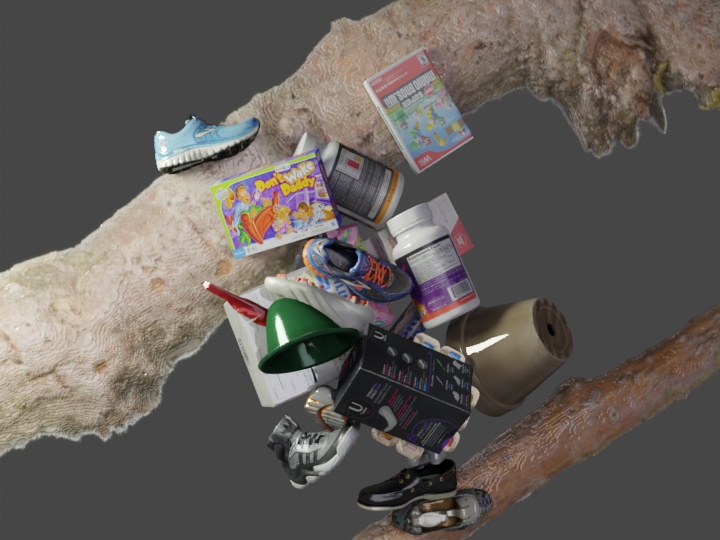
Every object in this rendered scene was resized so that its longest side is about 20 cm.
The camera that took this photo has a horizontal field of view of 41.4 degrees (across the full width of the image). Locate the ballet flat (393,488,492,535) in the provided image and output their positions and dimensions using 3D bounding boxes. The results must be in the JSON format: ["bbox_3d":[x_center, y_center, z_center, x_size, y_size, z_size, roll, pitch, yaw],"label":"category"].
[{"bbox_3d":[0.160,0.443,1.734,0.196,0.072,0.074,-6,86,-17],"label":"ballet flat"}]

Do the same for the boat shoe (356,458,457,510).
[{"bbox_3d":[0.084,0.383,1.710,0.197,0.073,0.065,-7,105,-23],"label":"boat shoe"}]

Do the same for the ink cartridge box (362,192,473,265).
[{"bbox_3d":[0.096,-0.042,1.764,0.198,0.067,0.118,-31,93,-16],"label":"ink cartridge box"}]

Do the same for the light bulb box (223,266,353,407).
[{"bbox_3d":[-0.108,0.107,1.660,0.197,0.125,0.202,-21,90,-18],"label":"light bulb box"}]

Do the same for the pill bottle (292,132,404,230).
[{"bbox_3d":[-0.029,-0.162,1.715,0.197,0.116,0.118,25,78,-13],"label":"pill bottle"}]

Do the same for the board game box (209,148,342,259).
[{"bbox_3d":[-0.146,-0.115,1.652,0.196,0.045,0.137,-16,105,11],"label":"board game box"}]

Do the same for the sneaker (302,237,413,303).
[{"bbox_3d":[0.000,0.000,1.600,0.196,0.078,0.077,18,76,-14],"label":"sneaker"}]

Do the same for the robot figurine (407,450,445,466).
[{"bbox_3d":[0.110,0.245,1.716,0.166,0.113,0.205,-6,86,12],"label":"robot figurine"}]

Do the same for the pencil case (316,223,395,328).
[{"bbox_3d":[-0.008,0.015,1.717,0.086,0.087,0.204,-23,94,-17],"label":"pencil case"}]

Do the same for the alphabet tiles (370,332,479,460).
[{"bbox_3d":[0.099,0.218,1.654,0.193,0.015,0.203,26,88,4],"label":"alphabet tiles"}]

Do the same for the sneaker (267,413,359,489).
[{"bbox_3d":[-0.090,0.292,1.618,0.114,0.200,0.076,45,44,-2],"label":"sneaker"}]

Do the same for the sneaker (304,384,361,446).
[{"bbox_3d":[-0.041,0.235,1.650,0.077,0.201,0.078,16,67,19],"label":"sneaker"}]

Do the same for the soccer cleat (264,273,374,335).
[{"bbox_3d":[-0.070,0.063,1.578,0.196,0.069,0.079,20,85,-14],"label":"soccer cleat"}]

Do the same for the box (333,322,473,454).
[{"bbox_3d":[0.071,0.193,1.554,0.197,0.123,0.107,23,40,-10],"label":"box"}]

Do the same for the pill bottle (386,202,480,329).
[{"bbox_3d":[0.122,-0.010,1.673,0.110,0.111,0.203,-23,87,-17],"label":"pill bottle"}]

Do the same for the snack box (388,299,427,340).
[{"bbox_3d":[0.108,0.082,1.752,0.201,0.071,0.024,-51,118,-15],"label":"snack box"}]

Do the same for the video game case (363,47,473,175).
[{"bbox_3d":[0.112,-0.305,1.823,0.142,0.017,0.202,-32,94,-17],"label":"video game case"}]

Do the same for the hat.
[{"bbox_3d":[-0.117,0.055,1.535,0.197,0.166,0.179,-4,64,-38],"label":"hat"}]

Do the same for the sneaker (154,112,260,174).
[{"bbox_3d":[-0.270,-0.241,1.675,0.196,0.078,0.092,-19,86,-17],"label":"sneaker"}]

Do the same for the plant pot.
[{"bbox_3d":[0.276,0.137,1.702,0.198,0.172,0.204,25,50,-34],"label":"plant pot"}]
